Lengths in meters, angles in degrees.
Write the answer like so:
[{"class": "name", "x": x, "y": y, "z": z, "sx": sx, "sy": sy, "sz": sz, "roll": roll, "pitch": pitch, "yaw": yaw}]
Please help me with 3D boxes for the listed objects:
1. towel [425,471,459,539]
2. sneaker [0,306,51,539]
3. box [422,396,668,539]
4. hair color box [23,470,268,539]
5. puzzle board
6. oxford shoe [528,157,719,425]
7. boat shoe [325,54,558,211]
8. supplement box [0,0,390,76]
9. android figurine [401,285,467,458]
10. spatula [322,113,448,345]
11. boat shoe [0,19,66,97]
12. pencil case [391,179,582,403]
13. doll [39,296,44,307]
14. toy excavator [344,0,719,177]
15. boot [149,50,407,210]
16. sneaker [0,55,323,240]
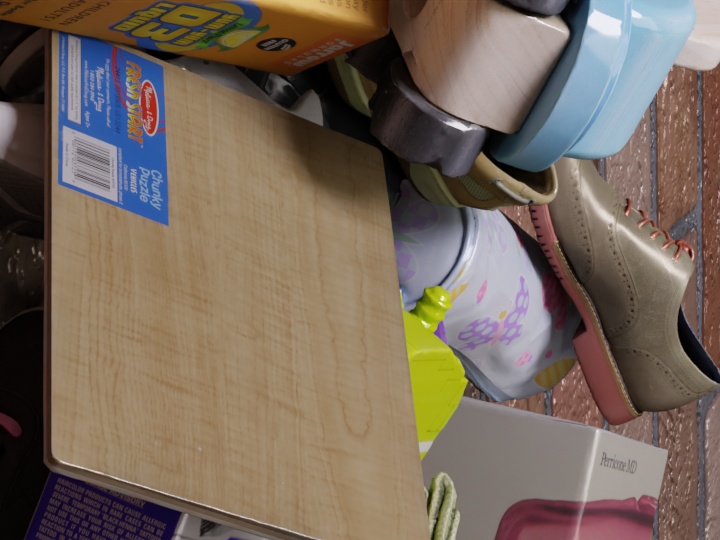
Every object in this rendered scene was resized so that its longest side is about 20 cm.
[{"class": "towel", "x": 0.000, "y": 0.198, "z": 1.074, "sx": 0.200, "sy": 0.036, "sz": 0.149, "roll": 121, "pitch": -13, "yaw": -50}, {"class": "sneaker", "x": -0.156, "y": 0.084, "z": 0.817, "sx": 0.200, "sy": 0.070, "sz": 0.099, "roll": -66, "pitch": 154, "yaw": -24}, {"class": "box", "x": 0.084, "y": 0.179, "z": 1.277, "sx": 0.128, "sy": 0.109, "sz": 0.201, "roll": 20, "pitch": 82, "yaw": -63}, {"class": "hair color box", "x": -0.088, "y": 0.148, "z": 0.847, "sx": 0.109, "sy": 0.065, "sz": 0.201, "roll": 28, "pitch": 83, "yaw": -63}, {"class": "puzzle board", "x": -0.048, "y": 0.009, "z": 0.824, "sx": 0.150, "sy": 0.017, "sz": 0.200, "roll": 20, "pitch": 43, "yaw": -29}, {"class": "oxford shoe", "x": 0.138, "y": -0.016, "z": 1.225, "sx": 0.071, "sy": 0.075, "sz": 0.201, "roll": -67, "pitch": 139, "yaw": -60}, {"class": "boat shoe", "x": 0.045, "y": -0.086, "z": 1.029, "sx": 0.072, "sy": 0.076, "sz": 0.200, "roll": -68, "pitch": 153, "yaw": -14}, {"class": "supplement box", "x": -0.083, "y": -0.122, "z": 0.831, "sx": 0.199, "sy": 0.066, "sz": 0.069, "roll": 5, "pitch": 76, "yaw": -39}, {"class": "android figurine", "x": -0.023, "y": 0.091, "z": 1.028, "sx": 0.182, "sy": 0.041, "sz": 0.200, "roll": -1, "pitch": 126, "yaw": -59}, {"class": "spatula", "x": 0.000, "y": 0.000, "z": 1.043, "sx": 0.056, "sy": 0.021, "sz": 0.200, "roll": -38, "pitch": 135, "yaw": -15}, {"class": "boat shoe", "x": -0.096, "y": -0.140, "z": 0.928, "sx": 0.200, "sy": 0.063, "sz": 0.073, "roll": -48, "pitch": -178, "yaw": -40}, {"class": "pencil case", "x": 0.055, "y": 0.009, "z": 1.218, "sx": 0.200, "sy": 0.083, "sz": 0.091, "roll": 32, "pitch": 53, "yaw": -63}, {"class": "doll", "x": -0.074, "y": 0.052, "z": 1.001, "sx": 0.200, "sy": 0.048, "sz": 0.137, "roll": 6, "pitch": 103, "yaw": -62}, {"class": "toy excavator", "x": 0.096, "y": -0.100, "z": 0.938, "sx": 0.100, "sy": 0.199, "sz": 0.195, "roll": -60, "pitch": -154, "yaw": 25}, {"class": "boot", "x": -0.021, "y": -0.095, "z": 1.054, "sx": 0.162, "sy": 0.073, "sz": 0.199, "roll": 47, "pitch": 62, "yaw": -55}, {"class": "sneaker", "x": -0.089, "y": -0.049, "z": 0.904, "sx": 0.200, "sy": 0.070, "sz": 0.081, "roll": 12, "pitch": 79, "yaw": -47}]
